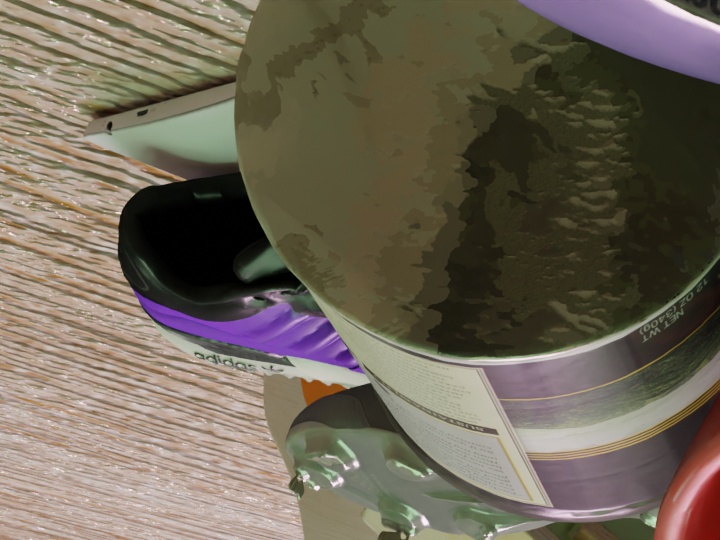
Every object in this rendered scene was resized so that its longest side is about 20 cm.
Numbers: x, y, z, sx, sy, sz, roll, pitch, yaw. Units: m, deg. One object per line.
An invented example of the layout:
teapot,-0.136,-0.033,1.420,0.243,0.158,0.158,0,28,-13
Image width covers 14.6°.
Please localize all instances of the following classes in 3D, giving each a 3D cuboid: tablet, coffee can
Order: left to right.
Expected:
tablet,0.007,-0.030,1.072,0.200,0.014,0.130,21,162,-34
coffee can,0.054,-0.018,0.824,0.146,0.147,0.200,7,165,13

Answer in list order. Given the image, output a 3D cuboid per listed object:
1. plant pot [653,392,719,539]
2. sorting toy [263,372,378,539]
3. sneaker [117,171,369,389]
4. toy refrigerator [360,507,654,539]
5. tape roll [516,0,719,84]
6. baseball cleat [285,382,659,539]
plant pot,0.200,0.034,0.781,0.200,0.178,0.201,15,140,13
sorting toy,0.055,0.107,1.213,0.199,0.181,0.107,14,168,-17
sneaker,0.000,0.001,1.030,0.199,0.070,0.100,3,157,18
toy refrigerator,0.106,0.122,1.076,0.200,0.076,0.070,41,139,7
tape roll,0.117,-0.104,0.587,0.199,0.085,0.200,10,164,3
baseball cleat,0.068,0.044,0.985,0.200,0.107,0.070,1,143,37
